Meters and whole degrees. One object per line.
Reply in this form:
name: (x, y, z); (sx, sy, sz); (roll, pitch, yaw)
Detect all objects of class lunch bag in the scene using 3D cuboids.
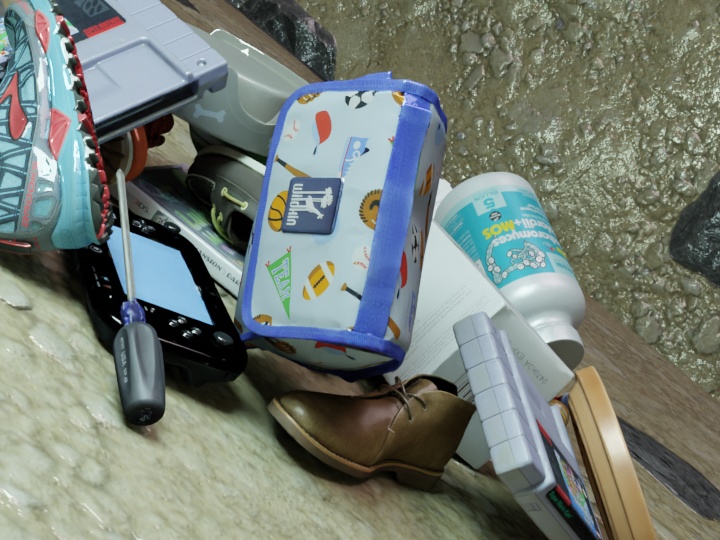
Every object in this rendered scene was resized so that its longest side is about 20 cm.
lunch bag: (-0.011, -0.024, 0.835); (0.123, 0.172, 0.200); (14, -9, -14)

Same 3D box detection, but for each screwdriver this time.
screwdriver: (-0.135, 0.010, 0.749); (0.028, 0.029, 0.201); (7, 38, -22)

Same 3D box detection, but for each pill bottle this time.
pill bottle: (0.149, 0.010, 1.244); (0.110, 0.111, 0.201); (27, 33, -45)

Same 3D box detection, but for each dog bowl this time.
dog bowl: (-0.124, -0.162, 1.076); (0.199, 0.059, 0.200); (28, 12, -7)

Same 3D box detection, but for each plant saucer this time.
plant saucer: (0.207, 0.179, 1.051); (0.200, 0.032, 0.202); (-18, 90, -86)

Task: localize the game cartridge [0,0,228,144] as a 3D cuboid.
game cartridge: (-0.210, -0.139, 0.907); (0.199, 0.039, 0.130); (-30, 63, -31)

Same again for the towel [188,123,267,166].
towel: (-0.082, -0.066, 1.161); (0.152, 0.023, 0.200); (33, -12, 15)

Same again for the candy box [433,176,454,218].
candy box: (0.026, -0.054, 1.377); (0.200, 0.072, 0.167); (40, 40, 15)

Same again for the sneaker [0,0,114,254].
sneaker: (-0.215, -0.096, 0.795); (0.080, 0.095, 0.201); (89, -15, -51)

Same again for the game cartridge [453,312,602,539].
game cartridge: (0.130, 0.131, 0.940); (0.200, 0.038, 0.130); (51, 16, -50)

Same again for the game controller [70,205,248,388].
game controller: (-0.138, 0.007, 0.836); (0.104, 0.042, 0.200); (32, 12, -31)

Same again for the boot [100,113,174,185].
boot: (-0.191, -0.122, 1.038); (0.106, 0.076, 0.200); (8, 23, -30)

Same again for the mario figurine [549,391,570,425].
mario figurine: (0.173, 0.096, 1.301); (0.124, 0.105, 0.200); (61, 13, -9)

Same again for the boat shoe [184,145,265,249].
boat shoe: (-0.085, -0.048, 1.037); (0.200, 0.061, 0.072); (21, -24, 45)

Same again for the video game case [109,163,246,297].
video game case: (-0.116, -0.029, 1.112); (0.181, 0.023, 0.200); (38, 11, 3)

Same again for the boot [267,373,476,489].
boot: (0.012, 0.096, 0.871); (0.074, 0.076, 0.199); (46, 14, 32)

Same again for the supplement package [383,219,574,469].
supplement package: (0.069, 0.048, 1.102); (0.117, 0.117, 0.200); (43, 6, -36)
